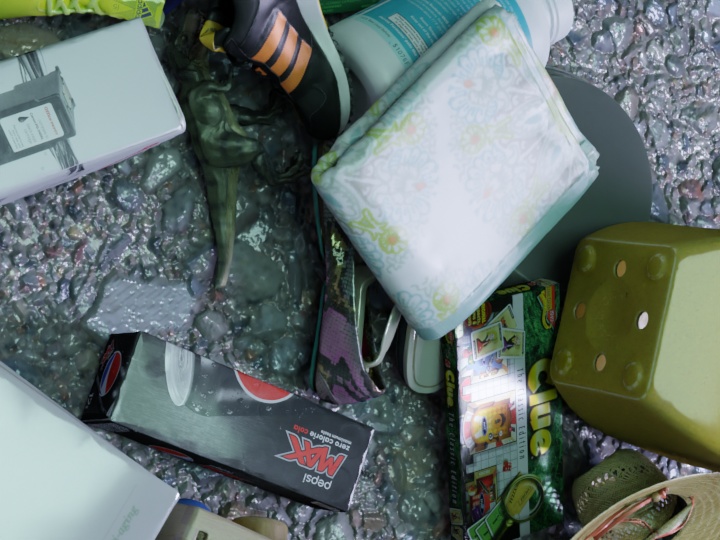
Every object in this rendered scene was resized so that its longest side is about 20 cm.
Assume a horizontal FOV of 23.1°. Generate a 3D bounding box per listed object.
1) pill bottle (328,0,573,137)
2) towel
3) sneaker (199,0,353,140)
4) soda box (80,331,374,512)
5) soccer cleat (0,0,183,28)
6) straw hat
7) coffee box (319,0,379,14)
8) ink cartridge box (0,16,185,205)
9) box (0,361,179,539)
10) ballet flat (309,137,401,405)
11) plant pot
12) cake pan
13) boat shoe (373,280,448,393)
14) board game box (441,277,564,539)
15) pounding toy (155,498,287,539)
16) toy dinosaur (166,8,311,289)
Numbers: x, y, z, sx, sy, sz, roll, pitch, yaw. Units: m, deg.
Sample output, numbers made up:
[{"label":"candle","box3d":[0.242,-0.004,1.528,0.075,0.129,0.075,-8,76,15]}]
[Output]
[{"label":"pill bottle","box3d":[0.067,-0.169,1.339,0.199,0.111,0.111,-30,101,-25]},{"label":"towel","box3d":[0.072,-0.073,1.274,0.200,0.048,0.171,-46,122,-16]},{"label":"sneaker","box3d":[-0.070,-0.165,1.235,0.090,0.070,0.201,-29,133,-14]},{"label":"soda box","box3d":[-0.094,0.110,1.265,0.199,0.063,0.071,24,76,-25]},{"label":"soccer cleat","box3d":[-0.175,-0.202,1.223,0.199,0.065,0.084,-18,80,-17]},{"label":"straw hat","box3d":[0.215,0.190,1.406,0.200,0.202,0.085,-6,46,-28]},{"label":"coffee box","box3d":[-0.025,-0.269,1.257,0.122,0.201,0.044,-12,52,-24]},{"label":"ink cartridge box","box3d":[-0.236,-0.088,1.154,0.199,0.145,0.084,-23,95,-27]},{"label":"box","box3d":[-0.264,0.165,1.109,0.200,0.171,0.200,38,71,-20]},{"label":"ballet flat","box3d":[0.000,0.000,1.313,0.071,0.069,0.201,0,88,16]},{"label":"plant pot","box3d":[0.263,0.055,1.358,0.199,0.195,0.196,14,87,-34]},{"label":"cake pan","box3d":[0.157,-0.069,1.422,0.199,0.037,0.202,2,86,-28]},{"label":"boat shoe","box3d":[0.057,-0.008,1.349,0.075,0.062,0.201,1,101,-41]},{"label":"board game box","box3d":[0.112,0.113,1.365,0.104,0.023,0.201,-14,109,-34]},{"label":"pounding toy","box3d":[-0.067,0.218,1.195,0.183,0.200,0.143,28,74,-24]},{"label":"toy dinosaur","box3d":[-0.088,-0.094,1.293,0.088,0.047,0.201,-13,98,-24]}]
